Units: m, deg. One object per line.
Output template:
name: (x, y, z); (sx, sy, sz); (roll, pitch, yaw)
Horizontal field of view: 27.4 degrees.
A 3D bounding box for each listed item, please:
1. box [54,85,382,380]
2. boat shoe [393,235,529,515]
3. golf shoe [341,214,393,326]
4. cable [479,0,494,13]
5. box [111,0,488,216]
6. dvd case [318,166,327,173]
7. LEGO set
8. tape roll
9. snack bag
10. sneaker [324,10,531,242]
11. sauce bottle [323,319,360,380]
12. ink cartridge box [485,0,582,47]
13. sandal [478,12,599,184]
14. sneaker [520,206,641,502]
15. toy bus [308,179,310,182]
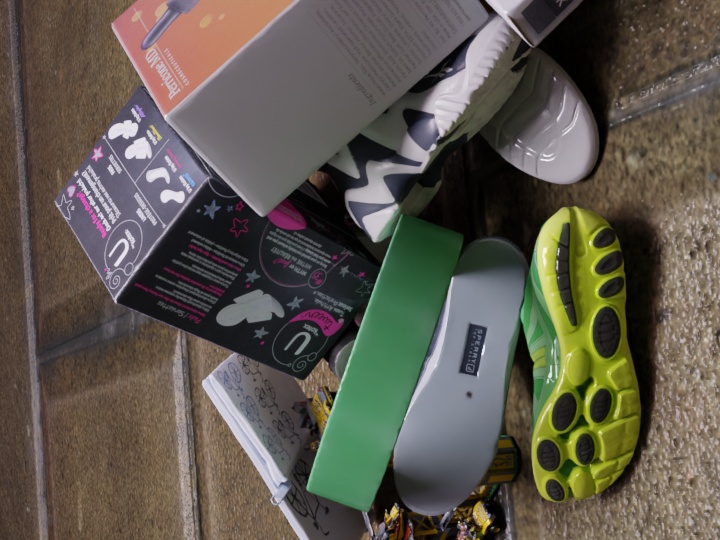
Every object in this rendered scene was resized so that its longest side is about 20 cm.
box: (-0.102, -0.023, 1.086); (0.115, 0.199, 0.132); (-50, 47, 11)
boat shoe: (0.078, 0.074, 1.061); (0.091, 0.070, 0.202); (-15, -58, -83)
golf shoe: (0.000, 0.000, 1.257); (0.200, 0.072, 0.093); (-33, 74, 68)
cable: (0.060, -0.248, 1.049); (0.199, 0.050, 0.098); (35, 122, 6)
box: (-0.044, -0.165, 0.976); (0.200, 0.106, 0.153); (-41, 39, 4)
dvd case: (-0.039, -0.196, 1.370); (0.146, 0.022, 0.202); (20, 107, 61)
LEGO set: (0.024, 0.130, 1.153); (0.154, 0.115, 0.201); (-61, 40, 44)
tape roll: (0.017, 0.063, 1.015); (0.200, 0.048, 0.202); (20, -90, -89)
snack bag: (-0.051, 0.150, 1.211); (0.201, 0.021, 0.189); (58, -169, -2)
sneaker: (0.023, -0.130, 1.020); (0.130, 0.079, 0.200); (46, 136, 12)
sauce bottle: (-0.045, 0.026, 1.204); (0.200, 0.065, 0.067); (44, 129, 49)
ink cartridge box: (0.127, -0.270, 0.958); (0.200, 0.043, 0.199); (-44, 45, 8)
sandal: (0.096, -0.143, 1.041); (0.202, 0.050, 0.083); (42, 132, 19)
sneaker: (0.146, 0.056, 0.985); (0.084, 0.073, 0.202); (-95, 5, -79)
toy bus: (-0.082, -0.075, 1.300); (0.200, 0.064, 0.079); (61, -168, -61)
